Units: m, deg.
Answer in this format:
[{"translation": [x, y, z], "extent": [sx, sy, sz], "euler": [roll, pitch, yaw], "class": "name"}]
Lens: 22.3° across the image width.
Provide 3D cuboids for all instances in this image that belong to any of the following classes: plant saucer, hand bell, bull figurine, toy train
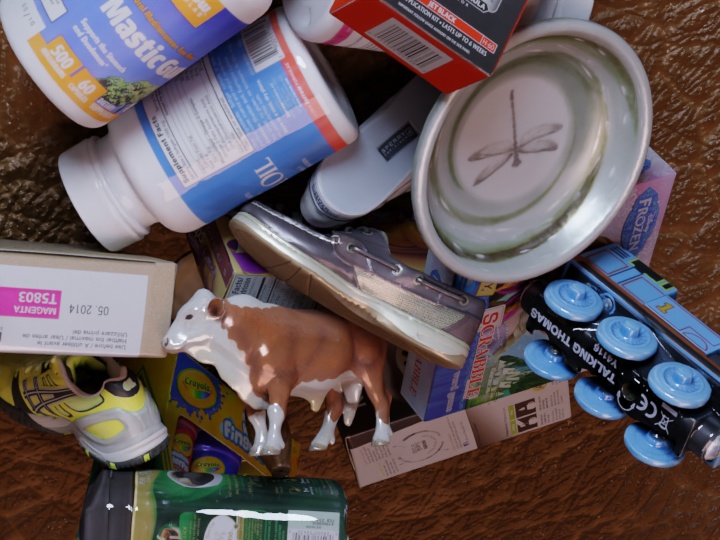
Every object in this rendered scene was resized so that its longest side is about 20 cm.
[{"translation": [0.113, -0.089, 1.285], "extent": [0.200, 0.050, 0.200], "euler": [-17, 125, -25], "class": "plant saucer"}, {"translation": [-0.087, 0.081, 1.444], "extent": [0.104, 0.200, 0.104], "euler": [-12, 138, -11], "class": "hand bell"}, {"translation": [-0.053, 0.073, 1.335], "extent": [0.200, 0.122, 0.065], "euler": [0, 172, -42], "class": "bull figurine"}, {"translation": [0.211, 0.064, 1.355], "extent": [0.114, 0.200, 0.087], "euler": [-20, 138, -39], "class": "toy train"}]

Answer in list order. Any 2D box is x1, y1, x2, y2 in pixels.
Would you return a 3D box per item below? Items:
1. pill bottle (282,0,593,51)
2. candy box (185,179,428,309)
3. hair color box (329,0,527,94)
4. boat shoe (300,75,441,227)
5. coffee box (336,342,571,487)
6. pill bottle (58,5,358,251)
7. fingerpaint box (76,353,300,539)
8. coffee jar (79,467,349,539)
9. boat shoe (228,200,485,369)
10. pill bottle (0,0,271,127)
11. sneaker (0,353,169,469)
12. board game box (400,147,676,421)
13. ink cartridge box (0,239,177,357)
[{"translation": [0.055, -0.204, 1.267], "extent": [0.200, 0.113, 0.113], "euler": [4, 133, -26], "class": "pill bottle"}, {"translation": [-0.029, -0.015, 1.431], "extent": [0.200, 0.117, 0.056], "euler": [3, 131, -26], "class": "candy box"}, {"translation": [0.071, -0.226, 1.179], "extent": [0.101, 0.200, 0.061], "euler": [32, 160, -20], "class": "hair color box"}, {"translation": [0.032, -0.092, 1.393], "extent": [0.202, 0.075, 0.086], "euler": [-40, -178, -27], "class": "boat shoe"}, {"translation": [0.070, 0.097, 1.597], "extent": [0.200, 0.113, 0.080], "euler": [-19, 139, -5], "class": "coffee box"}, {"translation": [-0.111, -0.096, 1.312], "extent": [0.200, 0.112, 0.112], "euler": [-28, 139, 9], "class": "pill bottle"}, {"translation": [-0.139, 0.186, 1.552], "extent": [0.073, 0.167, 0.200], "euler": [-10, 146, 29], "class": "fingerpaint box"}, {"translation": [-0.112, 0.198, 1.382], "extent": [0.200, 0.104, 0.085], "euler": [5, 95, -7], "class": "coffee jar"}, {"translation": [0.000, 0.000, 1.327], "extent": [0.200, 0.065, 0.072], "euler": [31, 167, -4], "class": "boat shoe"}, {"translation": [-0.128, -0.192, 1.202], "extent": [0.200, 0.112, 0.112], "euler": [-33, 138, 13], "class": "pill bottle"}, {"translation": [-0.223, 0.086, 1.424], "extent": [0.075, 0.200, 0.076], "euler": [-32, 125, -38], "class": "sneaker"}, {"translation": [0.138, 0.012, 1.432], "extent": [0.199, 0.041, 0.200], "euler": [-16, 136, -27], "class": "board game box"}, {"translation": [-0.256, 0.016, 1.327], "extent": [0.200, 0.165, 0.075], "euler": [5, 93, -27], "class": "ink cartridge box"}]
